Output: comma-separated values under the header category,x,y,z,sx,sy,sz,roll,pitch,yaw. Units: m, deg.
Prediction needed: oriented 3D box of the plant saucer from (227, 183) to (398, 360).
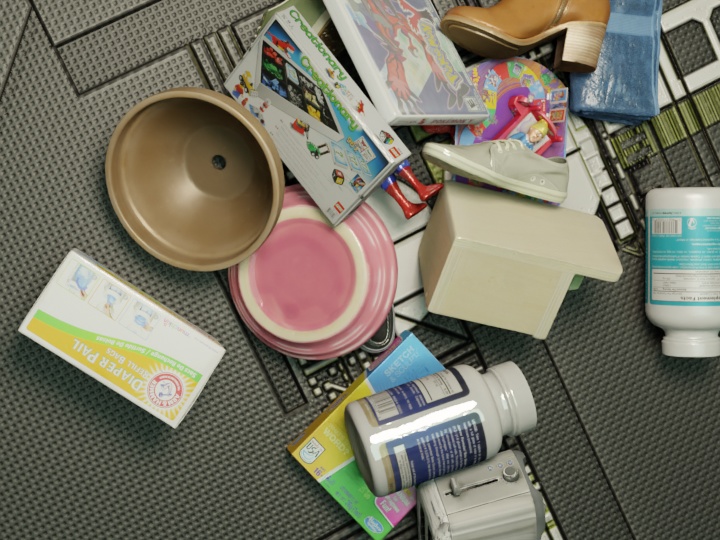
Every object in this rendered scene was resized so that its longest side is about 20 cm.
category,x,y,z,sx,sy,sz,roll,pitch,yaw
plant saucer,-0.059,0.002,1.352,0.199,0.051,0.202,1,95,14

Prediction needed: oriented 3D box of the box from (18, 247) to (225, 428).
category,x,y,z,sx,sy,sz,roll,pitch,yaw
box,-0.259,0.072,1.323,0.200,0.112,0.102,34,86,-12

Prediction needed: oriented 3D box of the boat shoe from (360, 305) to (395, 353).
category,x,y,z,sx,sy,sz,roll,pitch,yaw
boat shoe,0.000,0.000,1.395,0.070,0.066,0.201,-12,94,-11

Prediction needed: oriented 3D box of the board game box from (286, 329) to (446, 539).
category,x,y,z,sx,sy,sz,roll,pitch,yaw
board game box,0.036,0.194,1.422,0.200,0.040,0.153,-45,99,-7

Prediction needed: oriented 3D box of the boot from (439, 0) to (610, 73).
category,x,y,z,sx,sy,sz,roll,pitch,yaw
boot,0.194,-0.321,1.384,0.199,0.077,0.156,9,83,-7

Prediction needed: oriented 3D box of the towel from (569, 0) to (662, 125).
category,x,y,z,sx,sy,sz,roll,pitch,yaw
towel,0.309,-0.281,1.451,0.111,0.049,0.201,5,89,-15

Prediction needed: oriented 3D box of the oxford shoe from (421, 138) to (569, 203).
category,x,y,z,sx,sy,sz,roll,pitch,yaw
oxford shoe,0.155,-0.123,1.354,0.199,0.075,0.058,11,98,-30

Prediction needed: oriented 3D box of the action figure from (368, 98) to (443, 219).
category,x,y,z,sx,sy,sz,roll,pitch,yaw
action figure,0.014,-0.155,1.380,0.052,0.065,0.200,-34,80,-36

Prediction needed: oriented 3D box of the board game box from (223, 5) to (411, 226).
category,x,y,z,sx,sy,sz,roll,pitch,yaw
board game box,-0.049,-0.160,1.273,0.200,0.126,0.035,52,45,5

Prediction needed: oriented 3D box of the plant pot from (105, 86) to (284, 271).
category,x,y,z,sx,sy,sz,roll,pitch,yaw
plant pot,-0.170,-0.107,1.326,0.200,0.093,0.202,5,111,15

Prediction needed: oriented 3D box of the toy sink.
category,x,y,z,sx,sy,sz,roll,pitch,yaw
toy sink,0.178,-0.006,1.383,0.199,0.131,0.112,12,122,-11

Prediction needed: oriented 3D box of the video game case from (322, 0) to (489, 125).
category,x,y,z,sx,sy,sz,roll,pitch,yaw
video game case,0.045,-0.249,1.326,0.182,0.023,0.201,-9,70,-51

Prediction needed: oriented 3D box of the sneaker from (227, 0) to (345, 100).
category,x,y,z,sx,sy,sz,roll,pitch,yaw
sneaker,-0.090,-0.252,1.374,0.200,0.067,0.090,-42,58,13

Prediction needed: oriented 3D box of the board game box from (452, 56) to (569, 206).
category,x,y,z,sx,sy,sz,roll,pitch,yaw
board game box,0.188,-0.154,1.421,0.157,0.039,0.201,3,90,-26

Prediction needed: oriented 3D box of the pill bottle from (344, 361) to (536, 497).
category,x,y,z,sx,sy,sz,roll,pitch,yaw
pill bottle,0.091,0.171,1.355,0.199,0.111,0.112,-18,95,-10

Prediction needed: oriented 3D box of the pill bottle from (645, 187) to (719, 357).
category,x,y,z,sx,sy,sz,roll,pitch,yaw
pill bottle,0.399,0.001,1.453,0.110,0.111,0.201,-1,93,-11

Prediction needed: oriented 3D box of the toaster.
category,x,y,z,sx,sy,sz,roll,pitch,yaw
toaster,0.137,0.305,1.395,0.128,0.114,0.201,-9,130,-7

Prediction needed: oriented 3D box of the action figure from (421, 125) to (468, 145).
category,x,y,z,sx,sy,sz,roll,pitch,yaw
action figure,0.066,-0.228,1.412,0.065,0.052,0.200,-38,101,-13
